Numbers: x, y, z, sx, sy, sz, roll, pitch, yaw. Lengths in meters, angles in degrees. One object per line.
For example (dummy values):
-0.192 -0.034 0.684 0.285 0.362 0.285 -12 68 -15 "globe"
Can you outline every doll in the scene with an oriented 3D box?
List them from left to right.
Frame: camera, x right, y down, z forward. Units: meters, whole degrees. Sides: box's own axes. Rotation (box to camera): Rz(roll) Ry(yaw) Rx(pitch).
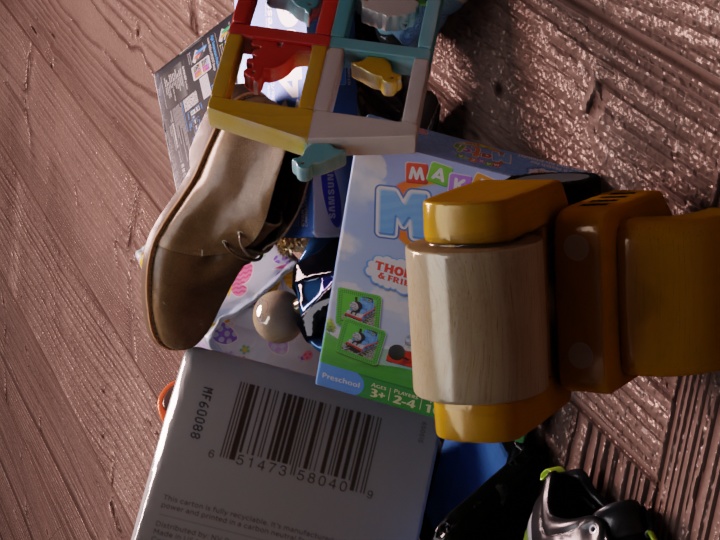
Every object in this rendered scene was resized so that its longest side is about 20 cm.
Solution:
0.000 0.000 1.122 0.200 0.048 0.137 -30 60 34 "doll"

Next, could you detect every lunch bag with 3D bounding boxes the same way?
-0.077 0.050 1.352 0.170 0.127 0.200 42 166 52 "lunch bag"

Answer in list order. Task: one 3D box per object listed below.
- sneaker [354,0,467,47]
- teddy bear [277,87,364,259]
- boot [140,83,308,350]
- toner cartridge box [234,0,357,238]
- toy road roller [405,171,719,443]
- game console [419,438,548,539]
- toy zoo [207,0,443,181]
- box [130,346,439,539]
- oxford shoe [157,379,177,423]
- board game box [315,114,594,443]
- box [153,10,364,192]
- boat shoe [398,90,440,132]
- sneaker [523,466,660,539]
-0.003 -0.191 1.138 0.090 0.078 0.200 -57 25 -6 "sneaker"
-0.055 -0.090 1.272 0.145 0.067 0.200 -41 37 28 "teddy bear"
-0.093 -0.023 1.087 0.075 0.074 0.200 34 112 35 "boot"
-0.045 -0.123 1.111 0.095 0.043 0.200 2 95 55 "toner cartridge box"
0.124 0.012 0.834 0.146 0.200 0.123 1 101 29 "toy road roller"
0.052 0.188 1.128 0.116 0.176 0.200 31 130 26 "game console"
-0.019 -0.142 0.995 0.020 0.131 0.200 90 -170 -57 "toy zoo"
-0.061 0.195 1.164 0.171 0.199 0.200 105 179 -64 "box"
-0.097 0.174 1.328 0.200 0.071 0.073 44 156 4 "oxford shoe"
0.058 0.009 1.029 0.037 0.151 0.200 -63 -14 -56 "board game box"
-0.082 -0.129 1.250 0.159 0.046 0.200 -35 46 19 "box"
0.035 -0.055 1.180 0.067 0.057 0.200 -66 0 -45 "boat shoe"
0.153 0.182 0.945 0.200 0.072 0.083 -141 50 -57 "sneaker"
